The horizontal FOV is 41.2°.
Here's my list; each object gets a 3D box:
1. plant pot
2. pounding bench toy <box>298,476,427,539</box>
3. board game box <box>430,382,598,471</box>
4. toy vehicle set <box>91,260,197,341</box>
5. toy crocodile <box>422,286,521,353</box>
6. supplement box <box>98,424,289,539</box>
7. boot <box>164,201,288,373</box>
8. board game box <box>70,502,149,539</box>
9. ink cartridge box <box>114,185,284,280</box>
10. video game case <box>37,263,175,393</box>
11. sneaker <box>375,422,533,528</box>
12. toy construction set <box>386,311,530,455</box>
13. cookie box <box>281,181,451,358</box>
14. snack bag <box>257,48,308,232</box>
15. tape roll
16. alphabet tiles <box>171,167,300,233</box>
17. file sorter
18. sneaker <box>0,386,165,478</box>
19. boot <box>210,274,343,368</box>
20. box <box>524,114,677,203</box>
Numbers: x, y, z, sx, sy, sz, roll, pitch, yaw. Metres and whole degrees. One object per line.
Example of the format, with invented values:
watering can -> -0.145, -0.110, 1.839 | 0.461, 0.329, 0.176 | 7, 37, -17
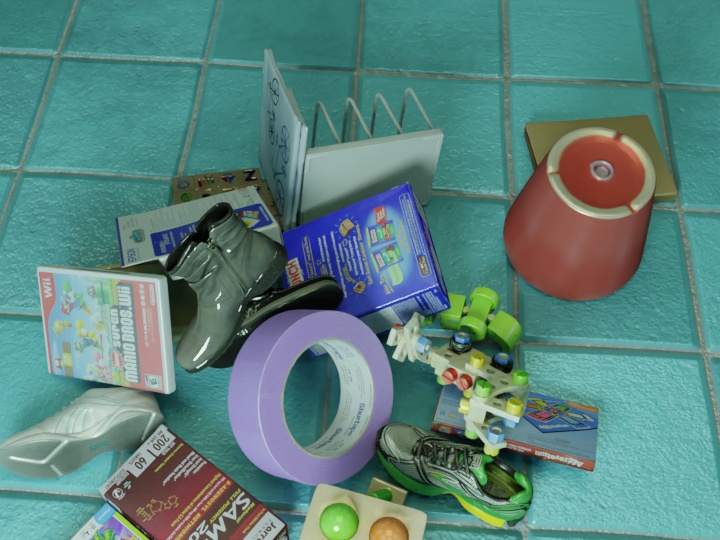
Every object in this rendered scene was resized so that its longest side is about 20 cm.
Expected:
plant pot -> 0.304, -0.085, 1.289 | 0.199, 0.178, 0.202 | 1, 61, -1
pounding bench toy -> 0.005, 0.293, 1.045 | 0.123, 0.156, 0.201 | 13, 55, 8
board game box -> 0.193, 0.185, 1.187 | 0.199, 0.020, 0.103 | 13, 35, 9
toy vehicle set -> -0.299, 0.044, 1.293 | 0.199, 0.027, 0.125 | -9, 55, -7
toy crocodile -> 0.118, 0.054, 1.279 | 0.199, 0.062, 0.068 | 16, 56, 16
supplement box -> -0.192, 0.283, 1.107 | 0.199, 0.061, 0.109 | 33, 60, 19
boot -> -0.187, 0.018, 1.128 | 0.200, 0.130, 0.068 | -53, 47, 4
board game box -> -0.301, 0.377, 1.049 | 0.134, 0.045, 0.200 | 32, 60, 20
ink cartridge box -> -0.215, -0.047, 1.257 | 0.199, 0.047, 0.198 | -17, 25, -9
video game case -> -0.315, 0.070, 1.181 | 0.199, 0.144, 0.017 | 5, 15, 28
sneaker -> 0.113, 0.226, 1.125 | 0.199, 0.085, 0.078 | 22, 54, 4
toy construction set -> 0.123, 0.130, 1.162 | 0.200, 0.092, 0.131 | 39, 40, 22
cookie box -> 0.000, 0.000, 1.262 | 0.199, 0.075, 0.172 | -20, 56, 11
snack bag -> -0.112, -0.180, 1.339 | 0.021, 0.189, 0.201 | -6, 42, -17
tape roll -> -0.055, 0.147, 1.124 | 0.065, 0.201, 0.200 | -3, 41, 50
alphabet tiles -> -0.166, -0.090, 1.387 | 0.199, 0.008, 0.168 | -8, 47, -11
file sorter -> -0.005, -0.168, 1.368 | 0.199, 0.139, 0.125 | -11, 52, -17
sneaker -> -0.343, 0.193, 1.172 | 0.199, 0.071, 0.080 | -15, 41, -15
boot -> -0.127, 0.019, 1.222 | 0.203, 0.073, 0.154 | -28, 51, 15
box -> 0.362, -0.164, 1.453 | 0.198, 0.021, 0.164 | -5, 56, -5
